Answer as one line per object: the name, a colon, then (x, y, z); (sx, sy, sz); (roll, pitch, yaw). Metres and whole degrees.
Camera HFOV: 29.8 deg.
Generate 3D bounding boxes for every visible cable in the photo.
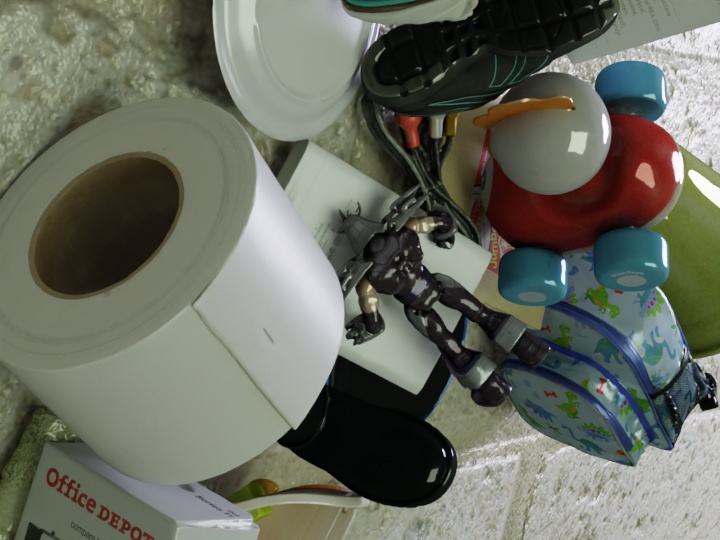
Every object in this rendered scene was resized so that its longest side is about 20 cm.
cable: (0.058, -0.085, 1.103); (0.096, 0.050, 0.203); (-19, 101, -36)

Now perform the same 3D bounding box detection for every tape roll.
tape roll: (-0.125, 0.012, 0.851); (0.204, 0.201, 0.140); (-52, 139, -18)

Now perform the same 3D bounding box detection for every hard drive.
hard drive: (0.000, 0.000, 1.072); (0.199, 0.027, 0.133); (29, 90, -31)

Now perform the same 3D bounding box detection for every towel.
towel: (-0.195, 0.187, 0.985); (0.200, 0.036, 0.150); (39, 76, -51)

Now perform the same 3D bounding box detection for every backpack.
backpack: (0.226, 0.083, 1.313); (0.147, 0.182, 0.201); (-49, 134, -22)

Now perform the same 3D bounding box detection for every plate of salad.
plate of salad: (-0.047, -0.195, 0.966); (0.199, 0.048, 0.203); (-26, 122, -51)

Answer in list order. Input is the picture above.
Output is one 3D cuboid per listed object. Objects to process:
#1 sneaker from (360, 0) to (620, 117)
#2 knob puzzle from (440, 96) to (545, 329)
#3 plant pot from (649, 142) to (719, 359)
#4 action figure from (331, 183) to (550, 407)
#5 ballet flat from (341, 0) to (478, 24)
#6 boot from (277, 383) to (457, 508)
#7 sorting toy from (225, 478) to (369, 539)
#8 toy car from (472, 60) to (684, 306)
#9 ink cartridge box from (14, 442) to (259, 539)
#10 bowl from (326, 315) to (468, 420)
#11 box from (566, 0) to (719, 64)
sneaker: (0.098, -0.169, 1.019); (0.079, 0.197, 0.076); (50, 25, -68)
knob puzzle: (0.109, -0.063, 1.208); (0.218, 0.030, 0.223); (2, 87, -45)
plant pot: (0.308, -0.041, 1.363); (0.184, 0.199, 0.202); (36, 80, -40)
action figure: (0.051, 0.022, 1.052); (0.200, 0.069, 0.130); (43, 90, -17)
ballet flat: (0.084, -0.215, 0.957); (0.198, 0.070, 0.070); (-26, 139, 12)
boot: (-0.040, 0.108, 1.009); (0.074, 0.196, 0.162); (-64, 148, -8)
sorting toy: (-0.107, 0.235, 1.017); (0.202, 0.106, 0.180); (-63, 156, 3)
toy car: (0.148, -0.096, 1.091); (0.199, 0.175, 0.187); (30, 58, -48)
ink cartridge box: (-0.167, 0.231, 0.893); (0.083, 0.145, 0.203); (15, 94, -52)
bowl: (0.023, 0.065, 1.180); (0.199, 0.039, 0.203); (-25, 125, -40)
box: (0.195, -0.309, 1.047); (0.201, 0.129, 0.201); (56, 32, -38)
